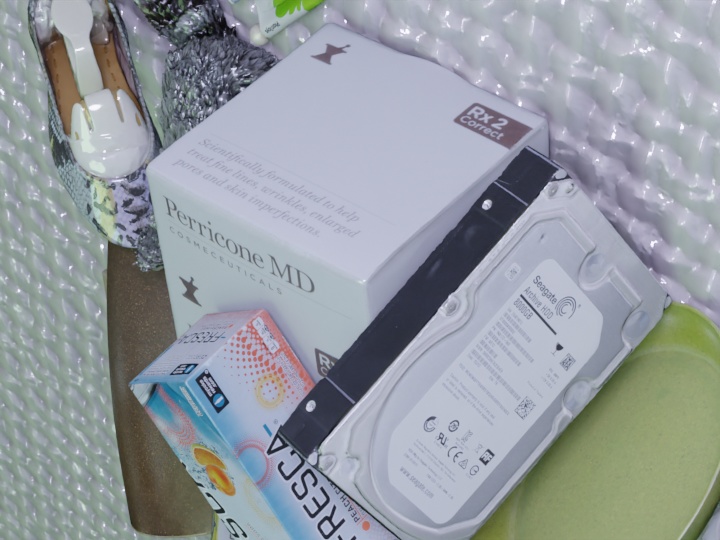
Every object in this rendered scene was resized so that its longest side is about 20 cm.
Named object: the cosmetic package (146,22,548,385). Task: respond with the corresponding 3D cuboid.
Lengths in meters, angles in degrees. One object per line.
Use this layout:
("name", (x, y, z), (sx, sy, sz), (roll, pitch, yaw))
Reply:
("cosmetic package", (0.000, 0.000, 1.206), (0.164, 0.165, 0.201), (27, 142, 31))

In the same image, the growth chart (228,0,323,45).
("growth chart", (-0.091, -0.222, 1.228), (0.200, 0.018, 0.145), (52, 150, -2))

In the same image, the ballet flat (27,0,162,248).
("ballet flat", (-0.170, -0.111, 1.332), (0.072, 0.072, 0.201), (121, 135, -58))

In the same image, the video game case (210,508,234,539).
("video game case", (0.005, 0.175, 1.316), (0.026, 0.199, 0.182), (-148, 63, -86))

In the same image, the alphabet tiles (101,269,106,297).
("alphabet tiles", (-0.123, 0.080, 1.612), (0.200, 0.006, 0.167), (32, 145, 27))

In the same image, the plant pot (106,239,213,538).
("plant pot", (-0.093, 0.048, 1.398), (0.187, 0.186, 0.201), (-2, 108, 53))

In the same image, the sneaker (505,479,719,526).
("sneaker", (0.117, 0.125, 1.246), (0.073, 0.199, 0.112), (47, -160, -47))

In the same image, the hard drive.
("hard drive", (0.065, 0.050, 1.111), (0.038, 0.200, 0.140), (37, 174, 46))

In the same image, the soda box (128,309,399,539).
("soda box", (-0.039, 0.120, 1.157), (0.063, 0.068, 0.200), (-8, 120, 54))

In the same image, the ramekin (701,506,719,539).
("ramekin", (0.257, 0.172, 1.040), (0.200, 0.200, 0.106), (19, 129, 41))

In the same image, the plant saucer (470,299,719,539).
("plant saucer", (0.136, 0.110, 1.145), (0.031, 0.201, 0.200), (34, 158, -28))

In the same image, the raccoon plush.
("raccoon plush", (-0.120, -0.089, 1.293), (0.200, 0.134, 0.097), (45, 149, 7))
